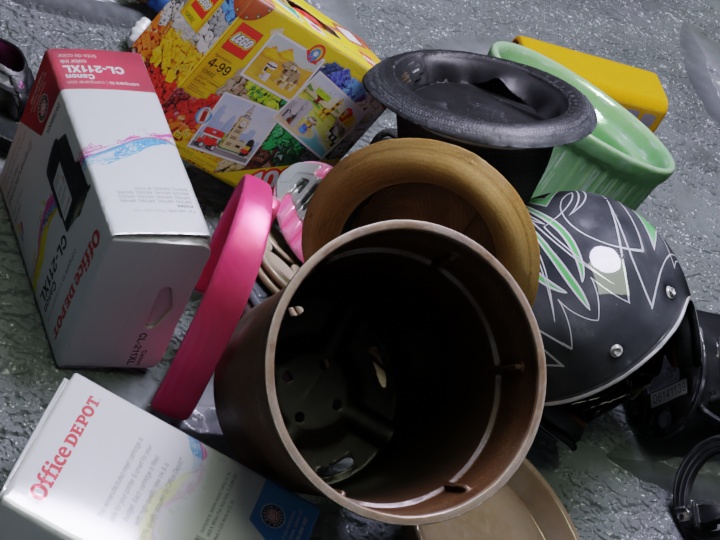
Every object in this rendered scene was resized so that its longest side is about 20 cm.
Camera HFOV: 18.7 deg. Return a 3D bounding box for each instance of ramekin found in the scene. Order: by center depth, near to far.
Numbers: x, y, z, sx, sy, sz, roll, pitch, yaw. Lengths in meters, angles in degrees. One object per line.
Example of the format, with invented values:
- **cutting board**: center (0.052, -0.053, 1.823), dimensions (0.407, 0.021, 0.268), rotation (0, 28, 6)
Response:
- **ramekin**: center (0.177, -0.111, 1.990), dimensions (0.200, 0.098, 0.200), rotation (31, 18, -11)

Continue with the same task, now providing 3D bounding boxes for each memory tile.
- **memory tile**: center (-0.028, 0.036, 1.728), dimensions (0.200, 0.017, 0.153), rotation (53, 13, 28)

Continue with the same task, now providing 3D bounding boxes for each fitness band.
- **fitness band**: center (-0.105, 0.020, 1.590), dimensions (0.037, 0.200, 0.144), rotation (23, 41, -5)

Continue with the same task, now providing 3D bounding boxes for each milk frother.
- **milk frother**: center (0.341, 0.137, 1.854), dimensions (0.187, 0.180, 0.201), rotation (9, 85, -27)

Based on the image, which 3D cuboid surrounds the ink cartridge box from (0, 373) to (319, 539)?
- **ink cartridge box**: center (-0.147, 0.180, 1.474), dimensions (0.200, 0.085, 0.145), rotation (31, 36, -5)

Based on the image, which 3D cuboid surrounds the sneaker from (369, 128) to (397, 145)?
- **sneaker**: center (0.092, -0.044, 1.923), dimensions (0.115, 0.075, 0.200), rotation (-17, 68, -51)

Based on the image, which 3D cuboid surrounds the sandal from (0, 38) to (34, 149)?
- **sandal**: center (-0.312, -0.173, 1.790), dimensions (0.075, 0.048, 0.201), rotation (-11, 53, -42)

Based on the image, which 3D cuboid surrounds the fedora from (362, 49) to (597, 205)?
- **fedora**: center (0.091, -0.106, 1.751), dimensions (0.200, 0.092, 0.201), rotation (6, 24, -3)

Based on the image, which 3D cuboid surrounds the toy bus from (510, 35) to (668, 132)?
- **toy bus**: center (0.192, -0.171, 2.122), dimensions (0.199, 0.078, 0.065), rotation (13, 40, -24)

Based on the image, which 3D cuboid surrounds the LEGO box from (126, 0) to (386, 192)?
- **LEGO box**: center (-0.086, -0.151, 1.780), dimensions (0.200, 0.149, 0.077), rotation (27, 20, -49)

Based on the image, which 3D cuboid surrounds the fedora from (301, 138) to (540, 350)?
- **fedora**: center (0.054, -0.024, 1.670), dimensions (0.200, 0.201, 0.082), rotation (34, 37, 3)

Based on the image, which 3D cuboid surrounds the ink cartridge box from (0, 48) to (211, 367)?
- **ink cartridge box**: center (-0.195, -0.046, 1.646), dimensions (0.083, 0.146, 0.200), rotation (2, 45, -29)

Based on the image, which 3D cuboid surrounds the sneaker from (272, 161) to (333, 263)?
- **sneaker**: center (0.000, 0.000, 1.779), dimensions (0.079, 0.095, 0.200), rotation (-38, 79, -10)

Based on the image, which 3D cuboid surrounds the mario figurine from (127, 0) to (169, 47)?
- **mario figurine**: center (-0.129, -0.224, 1.914), dimensions (0.106, 0.124, 0.200), rotation (-2, 39, -42)

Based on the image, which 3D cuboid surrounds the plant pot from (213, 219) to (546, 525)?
- **plant pot**: center (-0.004, 0.078, 1.519), dimensions (0.199, 0.198, 0.201), rotation (3, 81, -22)

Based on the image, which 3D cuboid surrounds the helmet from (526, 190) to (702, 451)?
- **helmet**: center (0.172, 0.032, 1.749), dimensions (0.200, 0.200, 0.191), rotation (64, 4, 36)

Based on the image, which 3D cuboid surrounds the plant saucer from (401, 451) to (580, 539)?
- **plant saucer**: center (0.098, 0.206, 1.624), dimensions (0.200, 0.029, 0.201), rotation (33, 38, -30)

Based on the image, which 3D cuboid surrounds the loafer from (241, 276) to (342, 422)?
- **loafer**: center (-0.080, 0.051, 1.690), dimensions (0.072, 0.063, 0.200), rotation (35, 17, -47)
